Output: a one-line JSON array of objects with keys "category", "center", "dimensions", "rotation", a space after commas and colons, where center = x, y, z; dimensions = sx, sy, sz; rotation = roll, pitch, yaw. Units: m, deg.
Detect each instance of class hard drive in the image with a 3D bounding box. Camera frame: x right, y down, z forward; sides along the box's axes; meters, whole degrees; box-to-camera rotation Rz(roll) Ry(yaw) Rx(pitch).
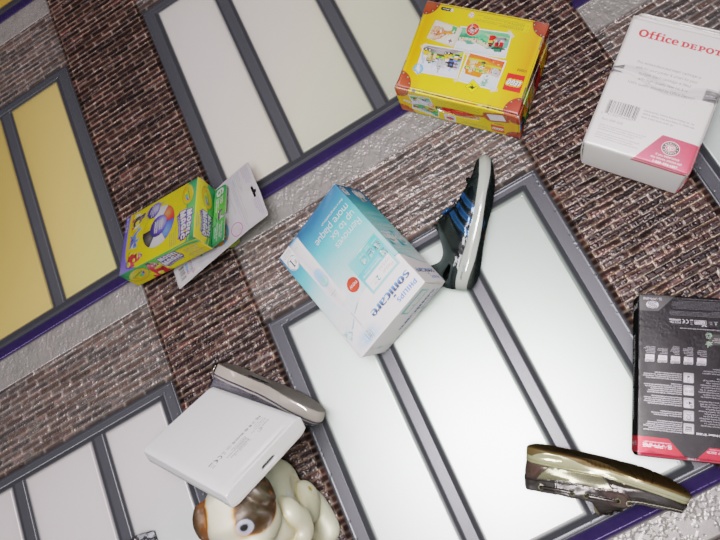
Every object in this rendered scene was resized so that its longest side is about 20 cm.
[{"category": "hard drive", "center": [-0.180, 0.220, 0.834], "dimensions": [0.197, 0.027, 0.132], "rotation": [4, 37, 44]}]

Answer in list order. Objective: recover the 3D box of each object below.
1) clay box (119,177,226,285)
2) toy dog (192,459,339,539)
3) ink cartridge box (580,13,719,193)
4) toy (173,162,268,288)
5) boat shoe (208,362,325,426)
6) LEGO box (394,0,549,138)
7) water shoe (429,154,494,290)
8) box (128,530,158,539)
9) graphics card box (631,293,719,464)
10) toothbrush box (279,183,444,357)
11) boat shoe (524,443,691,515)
[{"category": "clay box", "center": [-0.300, -0.066, 1.030], "dimensions": [0.197, 0.047, 0.117], "rotation": [-24, 54, 26]}, {"category": "toy dog", "center": [-0.129, 0.316, 0.845], "dimensions": [0.137, 0.200, 0.198], "rotation": [-19, 72, 10]}, {"category": "ink cartridge box", "center": [0.409, -0.231, 0.887], "dimensions": [0.143, 0.085, 0.204], "rotation": [22, 85, 20]}, {"category": "toy", "center": [-0.229, -0.067, 1.046], "dimensions": [0.198, 0.047, 0.117], "rotation": [-35, 59, 14]}, {"category": "boat shoe", "center": [-0.147, 0.212, 0.951], "dimensions": [0.197, 0.074, 0.095], "rotation": [18, 88, 27]}, {"category": "LEGO box", "center": [0.171, -0.306, 0.976], "dimensions": [0.196, 0.077, 0.152], "rotation": [19, 83, 19]}, {"category": "water shoe", "center": [0.145, -0.075, 0.931], "dimensions": [0.077, 0.071, 0.205], "rotation": [9, 79, 20]}, {"category": "box", "center": [-0.341, 0.517, 0.937], "dimensions": [0.156, 0.050, 0.202], "rotation": [-32, 70, 7]}, {"category": "graphics card box", "center": [0.412, 0.136, 0.814], "dimensions": [0.122, 0.051, 0.205], "rotation": [2, 78, 17]}, {"category": "toothbrush box", "center": [0.000, 0.000, 0.928], "dimensions": [0.201, 0.085, 0.147], "rotation": [48, 110, 19]}, {"category": "boat shoe", "center": [0.304, 0.272, 0.807], "dimensions": [0.196, 0.073, 0.066], "rotation": [12, 91, 22]}]
